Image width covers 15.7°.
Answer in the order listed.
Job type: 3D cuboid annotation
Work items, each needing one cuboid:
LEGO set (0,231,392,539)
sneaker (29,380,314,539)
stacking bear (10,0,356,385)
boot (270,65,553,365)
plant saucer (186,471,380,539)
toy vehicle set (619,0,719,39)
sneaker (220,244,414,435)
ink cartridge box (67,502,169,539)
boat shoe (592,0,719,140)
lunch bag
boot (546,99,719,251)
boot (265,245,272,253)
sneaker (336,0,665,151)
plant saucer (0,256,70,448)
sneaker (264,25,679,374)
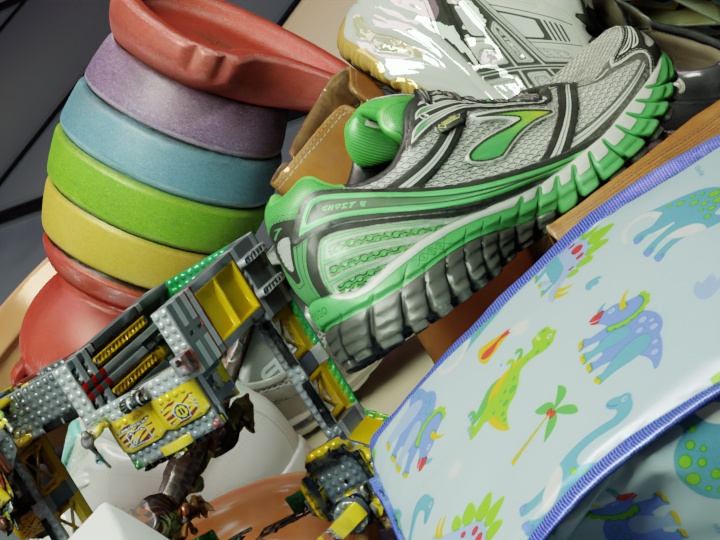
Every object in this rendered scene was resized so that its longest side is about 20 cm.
[{"bbox_3d":[-0.087,0.083,1.039,0.199,0.154,0.116,-20,11,23],"label":"LEGO set"},{"bbox_3d":[-0.120,0.111,1.216,0.200,0.089,0.075,-33,24,15],"label":"sneaker"},{"bbox_3d":[-0.098,-0.023,1.209,0.114,0.121,0.201,37,110,43],"label":"stacking bear"},{"bbox_3d":[0.031,0.002,1.090,0.077,0.155,0.200,-40,18,33],"label":"boot"},{"bbox_3d":[-0.069,0.168,1.096,0.200,0.037,0.200,-33,23,16],"label":"plant saucer"},{"bbox_3d":[0.172,-0.134,1.191,0.200,0.124,0.027,5,76,60],"label":"toy vehicle set"},{"bbox_3d":[0.000,0.000,1.205,0.075,0.082,0.200,45,105,27],"label":"sneaker"},{"bbox_3d":[-0.089,0.200,0.932,0.147,0.083,0.200,-47,32,6],"label":"ink cartridge box"},{"bbox_3d":[0.113,-0.100,1.226,0.074,0.061,0.200,-20,31,-22],"label":"boat shoe"},{"bbox_3d":[0.105,0.060,0.918,0.200,0.128,0.170,-28,23,1],"label":"lunch bag"},{"bbox_3d":[0.148,-0.073,1.005,0.200,0.188,0.069,-35,60,-8],"label":"boot"},{"bbox_3d":[0.020,-0.054,1.341,0.131,0.070,0.200,-18,29,39],"label":"boot"},{"bbox_3d":[0.089,-0.084,1.138,0.088,0.200,0.076,-58,-11,0],"label":"sneaker"},{"bbox_3d":[-0.136,0.031,1.350,0.200,0.032,0.200,-42,-15,-14],"label":"plant saucer"},{"bbox_3d":[0.048,-0.047,1.030,0.200,0.085,0.078,-36,2,-31],"label":"sneaker"}]
